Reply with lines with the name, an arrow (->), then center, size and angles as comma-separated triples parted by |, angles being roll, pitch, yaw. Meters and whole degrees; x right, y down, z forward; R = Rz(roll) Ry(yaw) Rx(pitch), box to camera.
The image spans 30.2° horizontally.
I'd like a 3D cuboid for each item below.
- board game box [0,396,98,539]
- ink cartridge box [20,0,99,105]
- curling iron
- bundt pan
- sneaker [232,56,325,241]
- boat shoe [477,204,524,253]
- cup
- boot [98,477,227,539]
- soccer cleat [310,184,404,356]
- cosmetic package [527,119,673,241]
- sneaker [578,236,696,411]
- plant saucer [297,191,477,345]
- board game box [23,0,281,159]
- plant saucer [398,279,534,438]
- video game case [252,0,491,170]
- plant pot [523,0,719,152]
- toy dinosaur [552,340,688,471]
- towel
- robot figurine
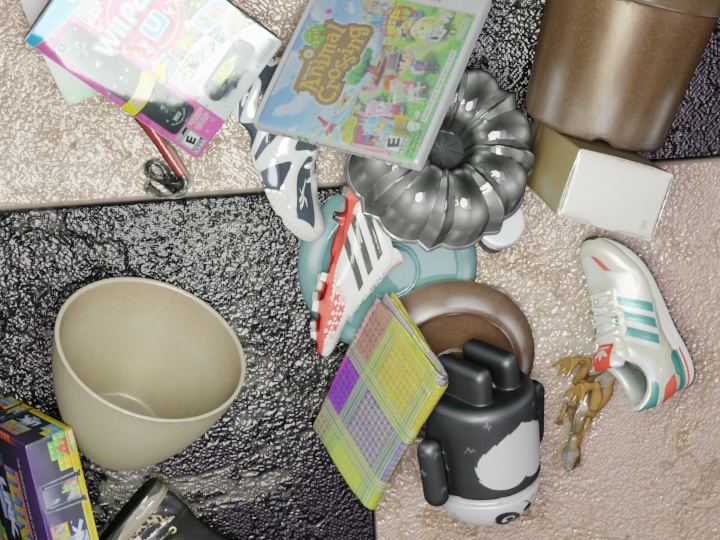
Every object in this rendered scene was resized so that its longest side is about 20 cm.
board game box -> -0.341, 0.249, 1.412 | 0.057, 0.165, 0.200 | -19, 107, -32
ink cartridge box -> -0.259, -0.286, 1.316 | 0.161, 0.050, 0.200 | -24, 113, -1
curling iron -> -0.238, -0.160, 1.390 | 0.050, 0.026, 0.200 | -27, 105, -2
bundt pan -> 0.085, -0.124, 1.342 | 0.202, 0.076, 0.202 | 2, 79, -8
sneaker -> -0.048, -0.138, 1.387 | 0.129, 0.079, 0.199 | -22, 96, 9
boat shoe -> 0.114, -0.113, 1.418 | 0.072, 0.068, 0.200 | -23, 84, -13
cup -> -0.237, 0.127, 1.395 | 0.200, 0.200, 0.143 | 19, 127, -10
boot -> -0.234, 0.349, 1.501 | 0.151, 0.073, 0.200 | 36, 93, -13
soccer cleat -> 0.000, 0.000, 1.410 | 0.085, 0.069, 0.200 | 13, 98, -5
cosmetic package -> 0.235, -0.098, 1.365 | 0.105, 0.200, 0.071 | 14, 103, -11
sneaker -> 0.284, 0.061, 1.451 | 0.093, 0.070, 0.200 | -32, 95, -30
plant saucer -> 0.031, -0.002, 1.459 | 0.200, 0.027, 0.200 | -1, 104, -6
board game box -> -0.200, -0.225, 1.290 | 0.200, 0.064, 0.148 | 34, 100, -18
plant saucer -> 0.100, 0.107, 1.475 | 0.200, 0.032, 0.200 | -4, 113, -9
video game case -> 0.012, -0.206, 1.317 | 0.182, 0.022, 0.200 | 16, 71, 21
plant pot -> 0.264, -0.237, 1.348 | 0.200, 0.200, 0.198 | 11, 111, -9
toy dinosaur -> 0.271, 0.130, 1.513 | 0.106, 0.060, 0.200 | 31, 95, -45
towel -> 0.020, 0.139, 1.417 | 0.023, 0.144, 0.200 | 2, 127, -37
robot figurine -> 0.132, 0.177, 1.425 | 0.150, 0.125, 0.200 | -6, 114, -1
